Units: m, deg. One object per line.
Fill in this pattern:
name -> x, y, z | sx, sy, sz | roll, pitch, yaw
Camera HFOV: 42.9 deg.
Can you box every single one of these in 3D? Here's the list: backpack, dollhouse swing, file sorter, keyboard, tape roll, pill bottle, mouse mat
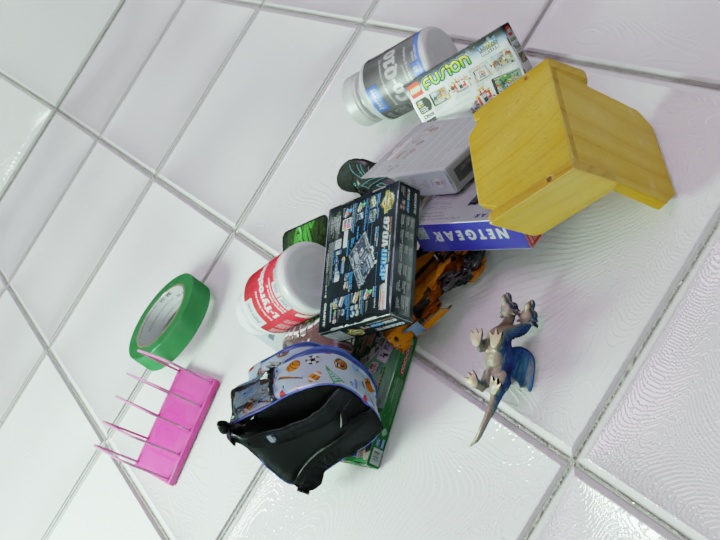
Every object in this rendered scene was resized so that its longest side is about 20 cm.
backpack -> -0.068, 0.194, 1.282 | 0.189, 0.200, 0.155 | -24, 43, 23
dollhouse swing -> 0.269, -0.136, 1.182 | 0.181, 0.175, 0.201 | -34, 42, 32
file sorter -> -0.377, 0.261, 1.666 | 0.138, 0.125, 0.202 | 8, 70, 50
keyboard -> -0.153, 0.107, 1.605 | 0.200, 0.011, 0.057 | 26, 108, 55
tape roll -> -0.380, 0.102, 1.821 | 0.200, 0.048, 0.201 | -36, 32, 26
pill bottle -> 0.069, -0.332, 1.596 | 0.199, 0.113, 0.115 | -21, 49, 39
mouse mat -> -0.092, 0.018, 1.539 | 0.160, 0.007, 0.202 | -18, 70, 56
pill bottle -> -0.122, 0.037, 1.473 | 0.200, 0.112, 0.113 | -31, 42, 52

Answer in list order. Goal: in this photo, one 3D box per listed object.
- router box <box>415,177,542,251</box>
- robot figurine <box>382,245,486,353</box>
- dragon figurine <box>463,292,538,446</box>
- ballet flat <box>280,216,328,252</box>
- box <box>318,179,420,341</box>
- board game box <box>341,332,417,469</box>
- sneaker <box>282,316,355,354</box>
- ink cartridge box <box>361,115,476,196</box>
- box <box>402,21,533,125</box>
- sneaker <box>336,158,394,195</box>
router box -> 0.195, -0.101, 1.281 | 0.199, 0.049, 0.180 | -1, 37, 47
robot figurine -> 0.100, 0.019, 1.333 | 0.200, 0.058, 0.145 | -44, 31, 1
dragon figurine -> 0.186, 0.126, 1.178 | 0.059, 0.099, 0.202 | -4, 80, 45
ballet flat -> -0.070, -0.057, 1.586 | 0.199, 0.064, 0.076 | -18, 15, 41
box -> 0.011, -0.011, 1.306 | 0.158, 0.046, 0.202 | -19, 59, 46
board game box -> 0.003, 0.187, 1.368 | 0.134, 0.029, 0.202 | -2, 63, 49
sneaker -> -0.073, 0.140, 1.413 | 0.200, 0.075, 0.116 | -37, 36, 52
ink cartridge box -> 0.119, -0.175, 1.399 | 0.163, 0.057, 0.199 | -45, 22, -28
box -> 0.174, -0.294, 1.456 | 0.199, 0.111, 0.035 | -24, 9, 36
sneaker -> 0.023, -0.144, 1.546 | 0.199, 0.075, 0.080 | 1, 67, 49
